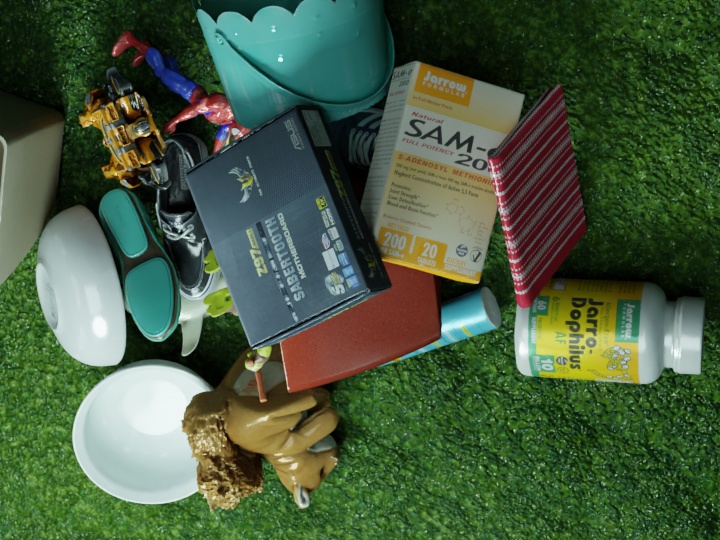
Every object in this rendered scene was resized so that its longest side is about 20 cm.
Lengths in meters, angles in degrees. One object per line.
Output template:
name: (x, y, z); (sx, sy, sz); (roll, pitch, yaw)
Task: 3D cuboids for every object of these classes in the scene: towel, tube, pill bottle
towel: (0.186, -0.076, 1.355); (0.022, 0.145, 0.201); (13, 137, 34)
tube: (0.069, 0.074, 1.535); (0.199, 0.051, 0.077); (-22, 139, 26)
pill bottle: (0.278, 0.067, 1.429); (0.199, 0.113, 0.113); (3, 115, 17)

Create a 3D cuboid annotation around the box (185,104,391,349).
box: (-0.075, -0.042, 1.289); (0.157, 0.051, 0.201); (-26, 81, 31)

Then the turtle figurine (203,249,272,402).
turtle figurine: (-0.117, 0.042, 1.483); (0.064, 0.161, 0.201); (1, 74, 28)

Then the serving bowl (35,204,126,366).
serving bowl: (-0.351, 0.025, 1.573); (0.200, 0.065, 0.201); (39, 136, 50)

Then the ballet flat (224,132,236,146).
ballet flat: (-0.140, -0.103, 1.515); (0.075, 0.064, 0.201); (9, 117, 13)

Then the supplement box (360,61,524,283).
supplement box: (0.078, -0.099, 1.320); (0.125, 0.073, 0.201); (14, 89, -17)

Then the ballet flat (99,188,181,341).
ballet flat: (-0.252, -0.005, 1.533); (0.067, 0.070, 0.201); (-25, 72, 6)

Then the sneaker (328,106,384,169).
sneaker: (0.024, -0.131, 1.421); (0.199, 0.109, 0.070); (3, 116, 15)

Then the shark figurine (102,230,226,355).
shark figurine: (-0.254, 0.034, 1.611); (0.213, 0.090, 0.129); (12, 83, 4)

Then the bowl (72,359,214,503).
bowl: (-0.265, 0.192, 1.658); (0.200, 0.090, 0.202); (-2, 113, -5)

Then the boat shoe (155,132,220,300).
boat shoe: (-0.209, -0.061, 1.527); (0.071, 0.068, 0.201); (1, 99, 14)

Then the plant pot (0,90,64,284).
plant pot: (-0.464, -0.123, 1.541); (0.199, 0.177, 0.201); (20, 118, 13)

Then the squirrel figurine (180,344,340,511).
squirrel figurine: (-0.118, 0.211, 1.599); (0.199, 0.142, 0.187); (-27, 128, -9)

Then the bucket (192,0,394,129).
bucket: (-0.063, -0.242, 1.353); (0.206, 0.207, 0.135); (-3, 119, 19)

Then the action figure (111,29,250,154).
action figure: (-0.206, -0.181, 1.453); (0.200, 0.065, 0.099); (33, 98, 26)

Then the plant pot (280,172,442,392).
plant pot: (0.000, 0.000, 1.452); (0.175, 0.200, 0.201); (-5, 113, 6)

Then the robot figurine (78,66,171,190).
robot figurine: (-0.269, -0.153, 1.465); (0.058, 0.200, 0.146); (-26, 100, -15)
